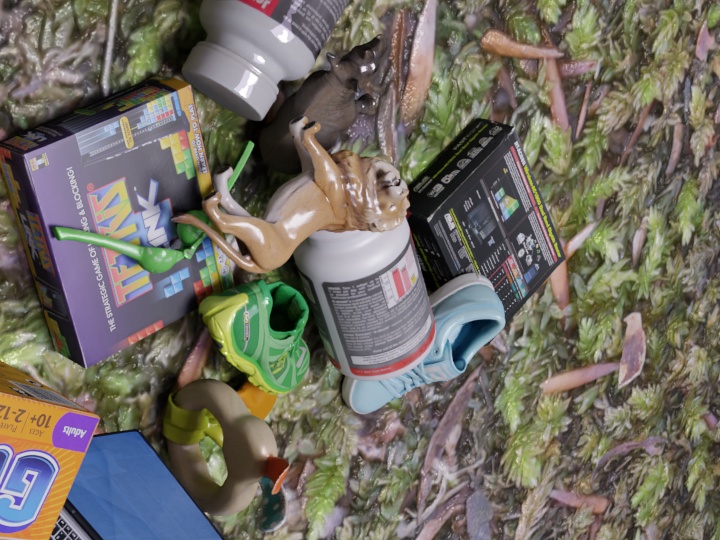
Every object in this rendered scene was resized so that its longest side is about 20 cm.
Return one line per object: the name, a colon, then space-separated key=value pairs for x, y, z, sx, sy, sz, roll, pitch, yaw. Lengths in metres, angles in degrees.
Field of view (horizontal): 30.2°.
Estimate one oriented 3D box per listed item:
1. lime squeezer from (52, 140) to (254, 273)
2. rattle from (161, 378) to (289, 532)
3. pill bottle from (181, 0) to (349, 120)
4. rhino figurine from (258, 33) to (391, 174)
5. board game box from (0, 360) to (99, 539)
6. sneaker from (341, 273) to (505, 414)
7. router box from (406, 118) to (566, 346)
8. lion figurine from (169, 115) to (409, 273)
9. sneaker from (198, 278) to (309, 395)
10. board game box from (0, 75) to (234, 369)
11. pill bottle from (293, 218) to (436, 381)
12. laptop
lime squeezer: x=-0.160 y=-0.041 z=1.120 sx=0.199 sy=0.038 sz=0.071 roll=-29 pitch=91 yaw=-32
rattle: x=-0.082 y=0.165 z=1.216 sx=0.142 sy=0.199 sz=0.131 roll=13 pitch=83 yaw=-42
pill bottle: x=-0.071 y=-0.235 z=1.150 sx=0.111 sy=0.110 sz=0.201 roll=37 pitch=79 yaw=-44
rhino figurine: x=-0.028 y=-0.150 z=1.193 sx=0.087 sy=0.200 sz=0.060 roll=-31 pitch=82 yaw=-39
board game box: x=-0.350 y=0.142 z=0.933 sx=0.200 sy=0.199 sz=0.201 roll=26 pitch=87 yaw=-58
sneaker: x=0.065 y=0.088 z=1.379 sx=0.200 sy=0.082 sz=0.074 roll=-43 pitch=125 yaw=9
router box: x=0.132 y=-0.041 z=1.447 sx=0.150 sy=0.062 sz=0.201 roll=-44 pitch=130 yaw=-21
lion figurine: x=-0.055 y=-0.051 z=1.139 sx=0.199 sy=0.072 sz=0.123 roll=-34 pitch=113 yaw=-16
sneaker: x=-0.078 y=0.061 z=1.233 sx=0.083 sy=0.074 sz=0.200 roll=-30 pitch=159 yaw=6
board game box: x=-0.202 y=-0.043 z=1.134 sx=0.165 sy=0.057 sz=0.201 roll=-31 pitch=124 yaw=-34
pill bottle: x=0.000 y=0.000 z=1.290 sx=0.116 sy=0.116 sz=0.201 roll=-39 pitch=133 yaw=-26
laptop: x=-0.247 y=0.247 z=1.155 sx=0.200 sy=0.116 sz=0.188 roll=-46 pitch=131 yaw=-21
